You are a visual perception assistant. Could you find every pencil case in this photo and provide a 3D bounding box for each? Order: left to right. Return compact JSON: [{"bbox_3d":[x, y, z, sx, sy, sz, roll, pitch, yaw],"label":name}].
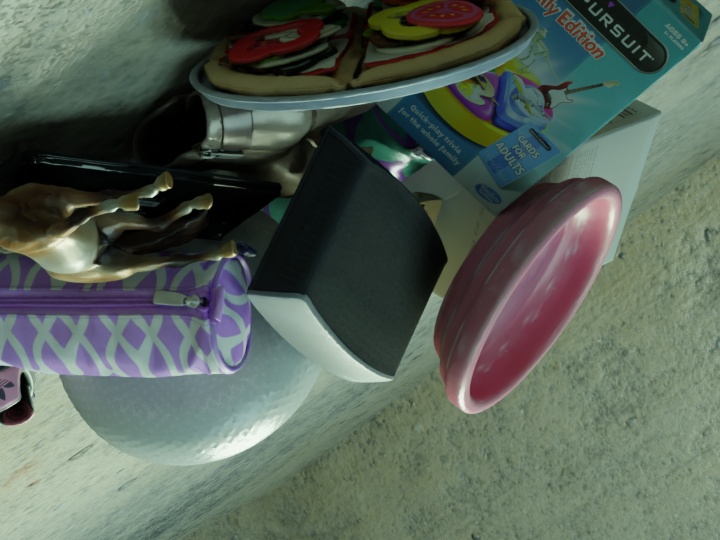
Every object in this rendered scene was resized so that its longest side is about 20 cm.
[{"bbox_3d":[-0.165,0.027,0.928,0.199,0.084,0.085,-2,178,14],"label":"pencil case"},{"bbox_3d":[-0.021,-0.071,1.132,0.092,0.085,0.200,31,129,-28],"label":"pencil case"}]

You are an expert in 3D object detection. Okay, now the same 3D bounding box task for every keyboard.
[{"bbox_3d":[-0.152,-0.052,0.903,0.199,0.040,0.104,6,151,-46],"label":"keyboard"}]

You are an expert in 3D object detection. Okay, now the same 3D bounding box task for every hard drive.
[{"bbox_3d":[0.000,0.000,0.980,0.135,0.042,0.200,-64,154,-11],"label":"hard drive"}]

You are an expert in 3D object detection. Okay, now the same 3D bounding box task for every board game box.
[{"bbox_3d":[0.107,-0.151,0.961,0.200,0.151,0.047,-41,-169,38],"label":"board game box"}]

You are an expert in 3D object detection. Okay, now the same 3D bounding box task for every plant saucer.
[{"bbox_3d":[0.119,0.011,1.074,0.201,0.051,0.201,-45,157,-25],"label":"plant saucer"}]

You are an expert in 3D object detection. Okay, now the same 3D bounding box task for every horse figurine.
[{"bbox_3d":[-0.154,-0.026,0.829,0.132,0.050,0.200,-9,169,17],"label":"horse figurine"}]

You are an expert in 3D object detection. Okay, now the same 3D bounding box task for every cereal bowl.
[{"bbox_3d":[-0.125,0.031,1.014,0.200,0.200,0.083,-32,154,-7],"label":"cereal bowl"}]

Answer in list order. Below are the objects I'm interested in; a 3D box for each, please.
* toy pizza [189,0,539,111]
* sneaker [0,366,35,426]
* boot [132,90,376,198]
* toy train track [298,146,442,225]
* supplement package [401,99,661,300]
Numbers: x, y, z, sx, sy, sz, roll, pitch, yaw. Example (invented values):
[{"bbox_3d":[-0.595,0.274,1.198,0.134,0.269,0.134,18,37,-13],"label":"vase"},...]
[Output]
[{"bbox_3d":[0.000,-0.134,0.812,0.199,0.032,0.200,-9,-158,4],"label":"toy pizza"},{"bbox_3d":[-0.277,0.088,1.099,0.070,0.082,0.200,-32,170,-7],"label":"sneaker"},{"bbox_3d":[-0.084,-0.088,0.957,0.146,0.071,0.200,-15,167,-36],"label":"boot"},{"bbox_3d":[-0.002,-0.040,1.033,0.200,0.032,0.115,-11,121,-58],"label":"toy train track"},{"bbox_3d":[0.123,-0.079,1.218,0.200,0.150,0.152,-22,135,-45],"label":"supplement package"}]
